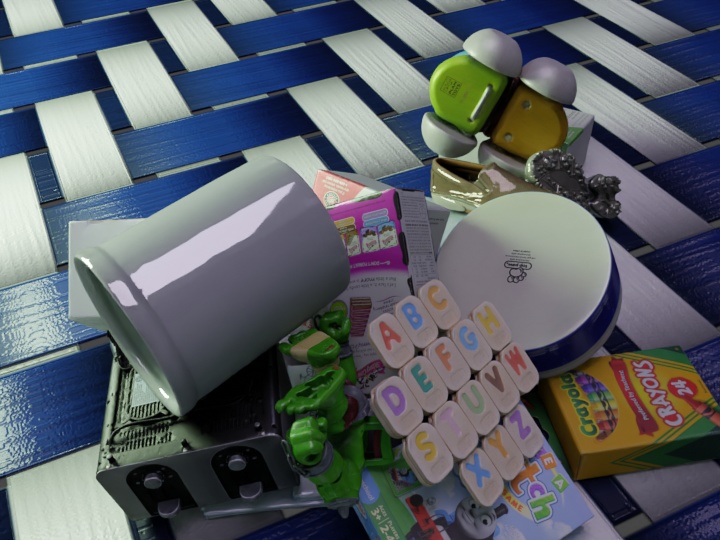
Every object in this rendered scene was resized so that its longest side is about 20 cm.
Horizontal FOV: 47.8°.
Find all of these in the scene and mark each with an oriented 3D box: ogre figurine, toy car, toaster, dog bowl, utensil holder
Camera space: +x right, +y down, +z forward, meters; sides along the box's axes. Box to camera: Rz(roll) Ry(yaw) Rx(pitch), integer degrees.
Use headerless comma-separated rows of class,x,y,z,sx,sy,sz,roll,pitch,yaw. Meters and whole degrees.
ogre figurine,-0.024,0.131,0.724,0.098,0.120,0.200,-20,24,-7
toy car,0.187,-0.232,1.117,0.199,0.175,0.150,24,28,-9
toaster,-0.163,0.144,0.833,0.180,0.119,0.200,-12,41,0
dog bowl,0.185,0.015,0.908,0.199,0.079,0.201,-12,58,19
utensil holder,-0.132,0.008,0.756,0.200,0.170,0.170,-34,49,-22

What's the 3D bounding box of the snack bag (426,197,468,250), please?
snack bag,0.063,-0.052,1.099,0.188,0.021,0.200,-32,31,-33

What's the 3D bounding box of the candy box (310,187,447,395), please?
candy box,0.013,0.027,0.846,0.136,0.201,0.061,-11,-6,37

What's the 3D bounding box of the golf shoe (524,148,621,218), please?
golf shoe,0.272,-0.107,1.117,0.097,0.199,0.079,-6,73,47

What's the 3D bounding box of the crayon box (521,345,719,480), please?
crayon box,0.277,0.154,0.878,0.199,0.051,0.127,-8,41,-6

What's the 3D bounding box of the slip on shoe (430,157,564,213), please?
slip on shoe,0.171,-0.107,1.043,0.076,0.061,0.200,-30,32,-32

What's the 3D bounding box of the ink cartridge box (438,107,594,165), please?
ink cartridge box,0.241,-0.206,1.260,0.199,0.084,0.145,19,34,23

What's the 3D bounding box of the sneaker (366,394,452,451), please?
sneaker,0.081,0.175,0.852,0.199,0.073,0.082,-3,62,-15

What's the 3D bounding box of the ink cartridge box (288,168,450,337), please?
ink cartridge box,0.000,0.000,0.945,0.145,0.201,0.083,25,15,33

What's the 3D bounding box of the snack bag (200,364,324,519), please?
snack bag,-0.073,0.177,0.888,0.199,0.021,0.189,-5,41,-3

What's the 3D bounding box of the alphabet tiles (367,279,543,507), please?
alphabet tiles,0.094,0.109,0.760,0.200,0.015,0.196,-31,87,-43

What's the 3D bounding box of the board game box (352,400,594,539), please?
board game box,0.102,0.218,0.776,0.199,0.037,0.152,-24,72,-25

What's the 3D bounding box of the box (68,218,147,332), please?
box,-0.229,0.012,0.936,0.151,0.200,0.107,-3,81,-2
